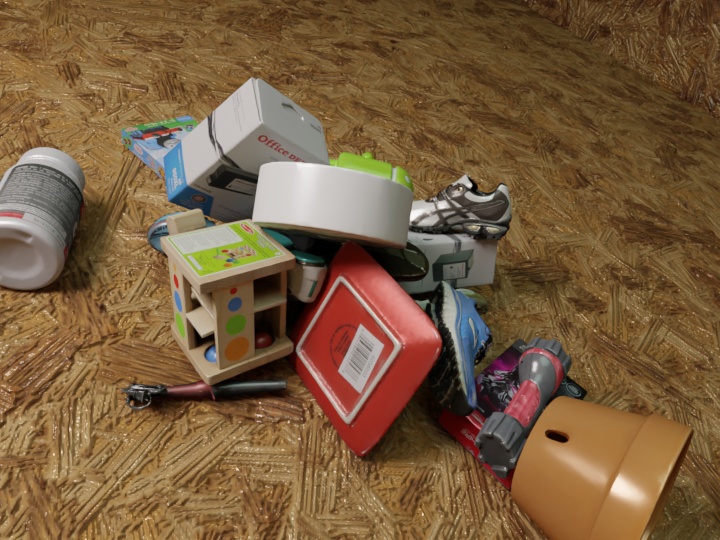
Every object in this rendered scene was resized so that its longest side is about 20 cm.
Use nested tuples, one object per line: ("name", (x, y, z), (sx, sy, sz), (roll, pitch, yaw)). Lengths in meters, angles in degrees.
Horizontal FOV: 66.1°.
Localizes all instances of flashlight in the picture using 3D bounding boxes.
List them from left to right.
("flashlight", (0.205, 0.161, 0.698), (0.067, 0.069, 0.199), (35, 42, 19))

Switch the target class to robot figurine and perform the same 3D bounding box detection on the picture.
("robot figurine", (0.011, -0.149, 1.035), (0.196, 0.118, 0.176), (13, 26, -5))

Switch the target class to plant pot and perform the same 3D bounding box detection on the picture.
("plant pot", (0.263, 0.238, 0.627), (0.139, 0.204, 0.199), (23, 35, 35))

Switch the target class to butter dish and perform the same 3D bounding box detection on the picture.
("butter dish", (0.026, 0.097, 0.720), (0.146, 0.202, 0.200), (6, 34, -49))

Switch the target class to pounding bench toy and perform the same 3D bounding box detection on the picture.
("pounding bench toy", (-0.187, 0.025, 0.728), (0.123, 0.159, 0.199), (-17, 36, -34))

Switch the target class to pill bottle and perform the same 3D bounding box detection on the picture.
("pill bottle", (-0.458, -0.080, 0.781), (0.112, 0.115, 0.202), (4, 40, -15))

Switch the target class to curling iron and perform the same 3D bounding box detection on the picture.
("curling iron", (-0.186, 0.149, 0.675), (0.196, 0.026, 0.049), (3, 3, -23))

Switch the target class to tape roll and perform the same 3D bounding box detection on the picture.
("tape roll", (-0.035, -0.078, 0.697), (0.198, 0.072, 0.202), (8, 0, 0))

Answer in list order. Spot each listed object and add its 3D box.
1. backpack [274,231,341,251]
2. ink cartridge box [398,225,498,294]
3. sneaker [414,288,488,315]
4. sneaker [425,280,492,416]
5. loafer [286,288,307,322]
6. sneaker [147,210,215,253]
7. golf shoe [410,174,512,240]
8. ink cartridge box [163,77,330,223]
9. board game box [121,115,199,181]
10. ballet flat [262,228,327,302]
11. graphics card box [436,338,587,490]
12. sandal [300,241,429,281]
("backpack", (-0.109, -0.096, 0.913), (0.198, 0.166, 0.153), (31, 31, 28))
("ink cartridge box", (0.106, -0.028, 0.919), (0.196, 0.086, 0.146), (-6, 20, -26))
("sneaker", (0.117, 0.090, 0.842), (0.196, 0.077, 0.090), (-10, 58, -23))
("sneaker", (0.142, 0.102, 0.742), (0.088, 0.079, 0.202), (16, 44, -12))
("loafer", (-0.050, 0.035, 0.827), (0.196, 0.076, 0.070), (5, 44, -15))
("sneaker", (-0.230, -0.022, 0.825), (0.196, 0.080, 0.096), (16, 40, -1))
("golf shoe", (0.140, -0.107, 0.876), (0.196, 0.096, 0.078), (6, 20, 10))
("ink cartridge box", (-0.164, -0.159, 0.799), (0.144, 0.198, 0.086), (20, 48, -50))
("board game box", (-0.337, -0.225, 1.061), (0.199, 0.037, 0.150), (39, 43, 24))
("ballet flat", (-0.110, -0.007, 0.763), (0.068, 0.071, 0.199), (-10, 22, -30))
("graphics card box", (0.213, 0.188, 0.764), (0.125, 0.051, 0.198), (40, 43, 26))
("sandal", (0.000, 0.000, 0.791), (0.196, 0.055, 0.083), (-7, 45, 8))
